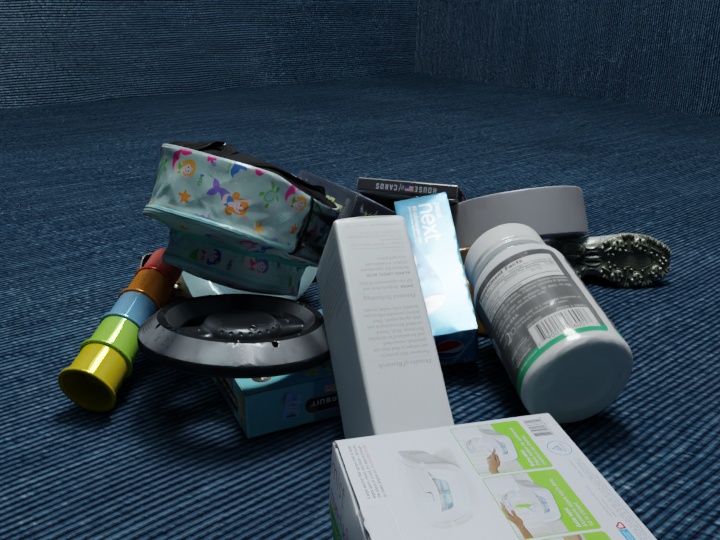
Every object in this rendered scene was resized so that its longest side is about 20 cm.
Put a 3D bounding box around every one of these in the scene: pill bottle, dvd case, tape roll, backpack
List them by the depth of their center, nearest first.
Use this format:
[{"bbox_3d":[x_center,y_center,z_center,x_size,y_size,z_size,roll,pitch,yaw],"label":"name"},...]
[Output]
[{"bbox_3d":[0.182,0.046,0.753,0.111,0.114,0.201,-4,38,-12],"label":"pill bottle"},{"bbox_3d":[-0.135,-0.059,0.799,0.175,0.153,0.200,17,-6,22],"label":"backpack"},{"bbox_3d":[0.228,-0.070,1.070,0.197,0.067,0.200,-7,-3,0],"label":"tape roll"},{"bbox_3d":[0.088,-0.111,1.134,0.148,0.025,0.200,6,-2,13],"label":"dvd case"}]

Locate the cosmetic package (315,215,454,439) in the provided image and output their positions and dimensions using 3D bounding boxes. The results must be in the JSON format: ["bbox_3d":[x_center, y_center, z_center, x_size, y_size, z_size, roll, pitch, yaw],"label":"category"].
[{"bbox_3d":[0.016,0.063,0.644,0.073,0.102,0.203,-5,64,-16],"label":"cosmetic package"}]

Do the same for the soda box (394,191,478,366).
[{"bbox_3d":[0.085,0.008,0.844,0.067,0.065,0.202,-9,50,3],"label":"soda box"}]

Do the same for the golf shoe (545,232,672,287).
[{"bbox_3d":[0.342,-0.024,1.060,0.196,0.080,0.097,1,15,-2],"label":"golf shoe"}]

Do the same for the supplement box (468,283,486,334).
[{"bbox_3d":[0.131,0.034,0.910,0.197,0.068,0.069,9,20,18],"label":"supplement box"}]

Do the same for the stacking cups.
[{"bbox_3d":[-0.237,0.054,0.774,0.059,0.061,0.201,6,40,13],"label":"stacking cups"}]

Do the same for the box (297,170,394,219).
[{"bbox_3d":[0.013,-0.078,1.098,0.198,0.052,0.157,22,4,-39],"label":"box"}]

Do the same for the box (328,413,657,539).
[{"bbox_3d":[0.083,0.190,0.469,0.173,0.098,0.200,-5,22,-13],"label":"box"}]

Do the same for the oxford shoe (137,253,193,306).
[{"bbox_3d":[-0.231,0.038,0.871,0.070,0.076,0.199,-13,25,-31],"label":"oxford shoe"}]

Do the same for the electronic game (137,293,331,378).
[{"bbox_3d":[-0.118,0.063,0.724,0.196,0.042,0.200,4,14,-1],"label":"electronic game"}]

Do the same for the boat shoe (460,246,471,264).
[{"bbox_3d":[0.102,-0.003,1.015,0.196,0.075,0.063,8,-8,2],"label":"boat shoe"}]

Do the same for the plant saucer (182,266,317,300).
[{"bbox_3d":[-0.145,-0.019,0.964,0.197,0.039,0.204,-2,63,5],"label":"plant saucer"}]

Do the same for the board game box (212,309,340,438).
[{"bbox_3d":[-0.049,0.096,0.770,0.197,0.048,0.151,-10,23,-24],"label":"board game box"}]
